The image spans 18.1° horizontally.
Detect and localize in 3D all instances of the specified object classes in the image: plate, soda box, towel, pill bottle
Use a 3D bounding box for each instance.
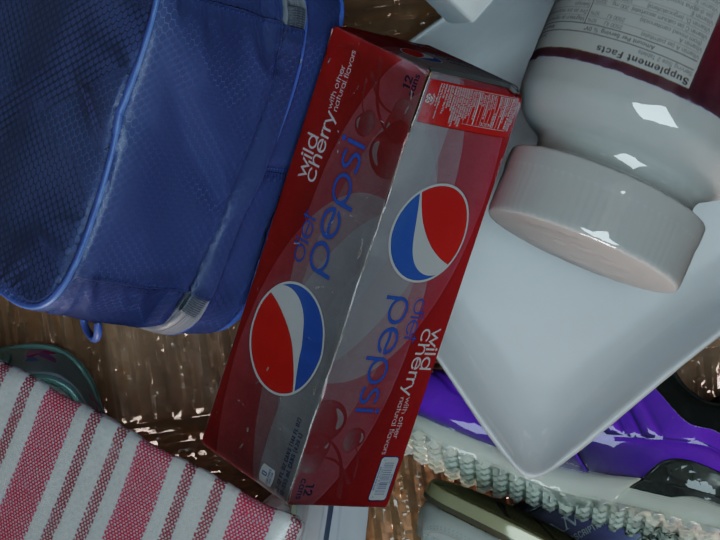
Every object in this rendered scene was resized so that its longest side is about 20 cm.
[{"bbox_3d":[0.096,-0.038,1.055,0.200,0.032,0.200,-37,86,-5],"label":"plate"},{"bbox_3d":[0.000,0.000,0.990,0.063,0.070,0.201,8,106,-43],"label":"soda box"},{"bbox_3d":[-0.129,0.134,0.992,0.200,0.030,0.147,25,93,24],"label":"towel"},{"bbox_3d":[0.136,-0.099,0.992,0.109,0.110,0.201,24,84,-7],"label":"pill bottle"}]

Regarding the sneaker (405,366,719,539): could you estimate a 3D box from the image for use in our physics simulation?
[{"bbox_3d":[0.103,0.064,1.093,0.199,0.070,0.100,18,75,7],"label":"sneaker"}]

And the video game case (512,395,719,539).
[{"bbox_3d":[0.173,0.179,1.141,0.143,0.019,0.200,-29,101,4],"label":"video game case"}]

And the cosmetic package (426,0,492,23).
[{"bbox_3d":[0.054,-0.228,0.951,0.151,0.052,0.200,41,88,-13],"label":"cosmetic package"}]

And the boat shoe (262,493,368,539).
[{"bbox_3d":[-0.035,0.132,1.033,0.067,0.200,0.074,11,125,-8],"label":"boat shoe"}]

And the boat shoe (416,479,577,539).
[{"bbox_3d":[0.107,0.172,1.090,0.200,0.075,0.069,31,94,-9],"label":"boat shoe"}]

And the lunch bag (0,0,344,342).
[{"bbox_3d":[-0.100,-0.063,1.006,0.132,0.136,0.201,7,108,-46],"label":"lunch bag"}]

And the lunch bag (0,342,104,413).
[{"bbox_3d":[-0.202,0.124,1.084,0.199,0.077,0.161,-16,97,-1],"label":"lunch bag"}]
